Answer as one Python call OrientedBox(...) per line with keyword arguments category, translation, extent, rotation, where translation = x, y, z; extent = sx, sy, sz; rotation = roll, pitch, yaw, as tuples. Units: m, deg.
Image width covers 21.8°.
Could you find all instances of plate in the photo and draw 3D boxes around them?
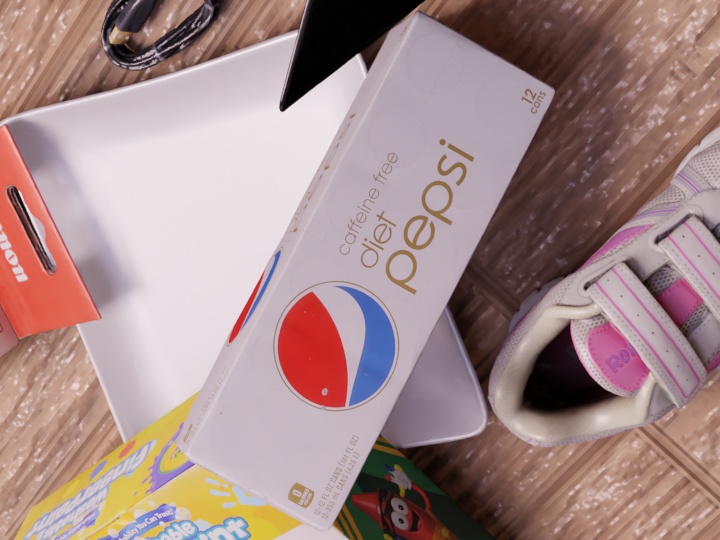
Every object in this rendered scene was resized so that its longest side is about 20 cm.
OrientedBox(category="plate", translation=(-0.052, -0.003, 0.872), extent=(0.198, 0.032, 0.201), rotation=(-12, 107, 29))

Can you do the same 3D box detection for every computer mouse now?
OrientedBox(category="computer mouse", translation=(-0.067, -0.163, 0.804), extent=(0.058, 0.034, 0.201), rotation=(35, 123, 5))

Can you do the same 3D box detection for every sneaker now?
OrientedBox(category="sneaker", translation=(0.128, 0.015, 0.765), extent=(0.081, 0.088, 0.200), rotation=(45, 123, 0))

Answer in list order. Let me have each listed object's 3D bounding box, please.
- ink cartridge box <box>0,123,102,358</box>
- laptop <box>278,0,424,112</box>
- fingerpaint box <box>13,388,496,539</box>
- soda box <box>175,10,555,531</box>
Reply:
OrientedBox(category="ink cartridge box", translation=(-0.228, 0.005, 0.925), extent=(0.199, 0.050, 0.110), rotation=(-14, 107, 41))
OrientedBox(category="laptop", translation=(-0.011, -0.196, 0.672), extent=(0.116, 0.187, 0.201), rotation=(-32, 98, 31))
OrientedBox(category="fingerpaint box", translation=(-0.054, 0.148, 0.892), extent=(0.167, 0.074, 0.200), rotation=(42, 128, -16))
OrientedBox(category="soda box", translation=(0.000, 0.000, 0.762), extent=(0.068, 0.064, 0.201), rotation=(28, 85, -9))
